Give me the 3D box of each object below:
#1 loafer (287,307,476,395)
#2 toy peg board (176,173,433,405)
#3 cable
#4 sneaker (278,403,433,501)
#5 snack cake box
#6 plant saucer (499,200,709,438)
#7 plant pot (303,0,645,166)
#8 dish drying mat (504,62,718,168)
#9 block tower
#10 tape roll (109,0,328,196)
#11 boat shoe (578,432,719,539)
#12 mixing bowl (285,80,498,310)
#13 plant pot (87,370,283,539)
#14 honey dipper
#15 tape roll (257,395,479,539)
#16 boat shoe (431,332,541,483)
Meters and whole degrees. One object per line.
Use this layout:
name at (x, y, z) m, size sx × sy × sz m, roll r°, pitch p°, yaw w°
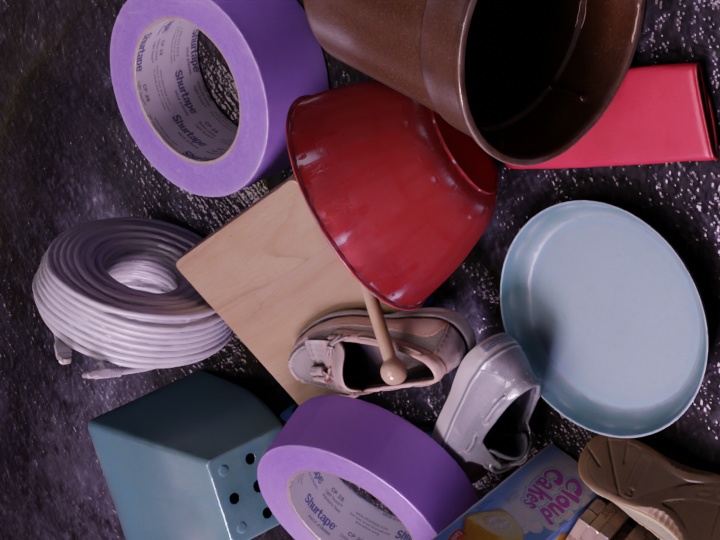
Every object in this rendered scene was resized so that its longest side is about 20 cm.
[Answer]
loafer at (0.006, 0.075, 1.472) m, size 0.200 × 0.063 × 0.072 m, roll -12°, pitch 118°, yaw 40°
toy peg board at (-0.029, 0.005, 1.557) m, size 0.199 × 0.098 × 0.200 m, roll 49°, pitch 137°, yaw -9°
cable at (-0.215, 0.018, 1.644) m, size 0.200 × 0.199 × 0.069 m, roll 51°, pitch 135°, yaw 44°
sneaker at (0.002, 0.179, 1.615) m, size 0.200 × 0.073 × 0.082 m, roll 19°, pitch 127°, yaw 38°
snack cake box at (0.117, 0.246, 1.448) m, size 0.067 × 0.200 × 0.115 m, roll 35°, pitch 131°, yaw 22°
plant saucer at (0.201, 0.037, 1.383) m, size 0.200 × 0.027 × 0.201 m, roll 18°, pitch 117°, yaw 38°
plant pot at (0.075, -0.204, 1.279) m, size 0.198 × 0.200 × 0.201 m, roll 28°, pitch 128°, yaw 41°
dish drying mat at (0.186, -0.119, 1.332) m, size 0.200 × 0.018 × 0.077 m, roll -1°, pitch 109°, yaw 42°
block tower at (0.265, 0.269, 1.417) m, size 0.200 × 0.054 × 0.058 m, roll 36°, pitch 129°, yaw 16°
tape roll at (-0.130, -0.174, 1.549) m, size 0.200 × 0.085 × 0.201 m, roll 20°, pitch 123°, yaw 35°
boat shoe at (0.271, 0.200, 1.390) m, size 0.200 × 0.073 × 0.063 m, roll 26°, pitch 170°, yaw 27°
mixing bowl at (0.041, -0.081, 1.383) m, size 0.108 × 0.200 × 0.201 m, roll -30°, pitch 89°, yaw 24°
plant pot at (-0.148, 0.196, 1.678) m, size 0.200 × 0.141 × 0.142 m, roll 3°, pitch 113°, yaw 57°
honey dipper at (0.000, 0.000, 1.423) m, size 0.038 × 0.038 × 0.201 m, roll -26°, pitch 76°, yaw 46°
tape roll at (0.007, 0.205, 1.533) m, size 0.200 × 0.066 × 0.200 m, roll 23°, pitch 144°, yaw 18°
boat shoe at (0.111, 0.138, 1.465) m, size 0.072 × 0.070 × 0.201 m, roll 53°, pitch 153°, yaw 29°
